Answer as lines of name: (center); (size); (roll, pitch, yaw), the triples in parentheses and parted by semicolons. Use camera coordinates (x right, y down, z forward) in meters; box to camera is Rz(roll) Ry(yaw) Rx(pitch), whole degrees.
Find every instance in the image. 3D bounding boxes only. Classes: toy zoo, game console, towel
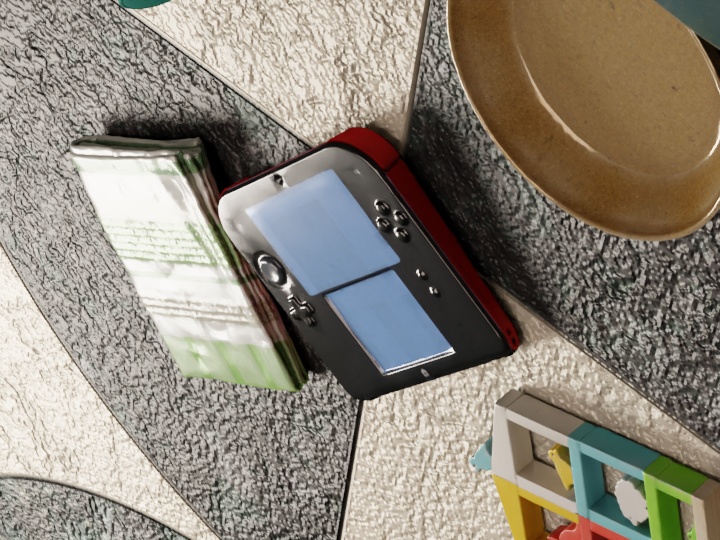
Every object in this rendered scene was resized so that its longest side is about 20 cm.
toy zoo: (0.151, 0.153, 1.789); (0.200, 0.020, 0.131); (23, 138, 38)
game console: (0.000, 0.000, 1.819); (0.177, 0.031, 0.200); (57, 148, -8)
towel: (-0.119, -0.007, 1.972); (0.149, 0.031, 0.200); (7, 129, 51)

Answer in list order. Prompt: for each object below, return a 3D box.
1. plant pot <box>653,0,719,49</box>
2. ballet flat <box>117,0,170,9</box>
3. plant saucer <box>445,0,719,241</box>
plant pot: (0.176, -0.201, 1.280); (0.200, 0.200, 0.135); (45, 110, 10)
ballet flat: (-0.100, -0.222, 1.708); (0.200, 0.067, 0.071); (-27, 76, 57)
plant saucer: (0.133, -0.110, 1.536); (0.200, 0.035, 0.200); (32, 144, 28)
